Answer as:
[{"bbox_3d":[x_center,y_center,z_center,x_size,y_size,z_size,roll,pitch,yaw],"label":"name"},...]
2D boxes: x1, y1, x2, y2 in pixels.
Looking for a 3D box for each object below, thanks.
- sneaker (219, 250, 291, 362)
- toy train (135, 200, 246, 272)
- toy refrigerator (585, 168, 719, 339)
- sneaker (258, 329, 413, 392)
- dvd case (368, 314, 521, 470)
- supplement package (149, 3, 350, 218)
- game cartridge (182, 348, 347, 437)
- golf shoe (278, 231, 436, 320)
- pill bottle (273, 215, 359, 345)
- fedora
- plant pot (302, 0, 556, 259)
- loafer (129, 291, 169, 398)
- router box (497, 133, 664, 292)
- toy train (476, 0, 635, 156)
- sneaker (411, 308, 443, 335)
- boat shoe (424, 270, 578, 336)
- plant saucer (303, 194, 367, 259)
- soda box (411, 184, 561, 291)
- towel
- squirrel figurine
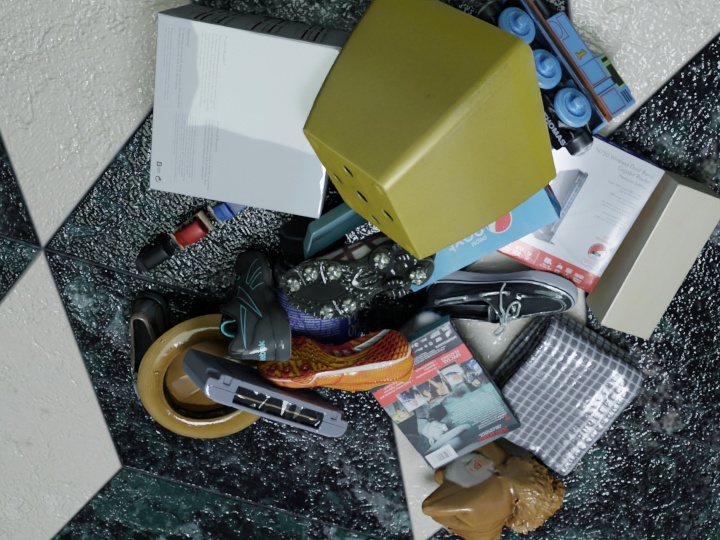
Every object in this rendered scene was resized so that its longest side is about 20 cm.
[{"bbox_3d":[-0.143,0.040,0.931,0.078,0.201,0.076,-9,125,-15],"label":"sneaker"},{"bbox_3d":[-0.221,-0.055,0.977,0.198,0.046,0.034,-32,109,15],"label":"toy train"},{"bbox_3d":[0.374,-0.021,0.948,0.075,0.070,0.202,16,114,-11],"label":"toy refrigerator"},{"bbox_3d":[-0.031,0.125,0.914,0.196,0.074,0.078,-3,135,11],"label":"sneaker"},{"bbox_3d":[0.105,0.167,0.980,0.145,0.022,0.201,-31,113,15],"label":"dvd case"},{"bbox_3d":[-0.124,-0.189,0.858,0.196,0.148,0.194,10,114,-1],"label":"supplement package"},{"bbox_3d":[-0.125,0.154,0.938,0.198,0.133,0.041,24,91,-28],"label":"game cartridge"},{"bbox_3d":[0.000,0.000,0.872,0.197,0.088,0.078,-14,112,22],"label":"golf shoe"},{"bbox_3d":[-0.057,0.037,0.973,0.110,0.112,0.203,-1,114,4],"label":"pill bottle"},{"bbox_3d":[-0.208,0.135,1.031,0.197,0.082,0.204,-5,114,-13],"label":"fedora"},{"bbox_3d":[0.060,-0.138,0.767,0.176,0.200,0.201,-44,144,-8],"label":"plant pot"},{"bbox_3d":[-0.303,0.133,1.056,0.071,0.063,0.203,0,114,3],"label":"loafer"},{"bbox_3d":[0.245,-0.093,0.932,0.197,0.049,0.181,22,113,-6],"label":"router box"},{"bbox_3d":[0.213,-0.227,0.836,0.114,0.087,0.201,-33,87,-26],"label":"toy train"},{"bbox_3d":[0.088,0.137,1.004,0.071,0.073,0.202,19,132,16],"label":"sneaker"},{"bbox_3d":[0.181,0.043,0.963,0.196,0.069,0.074,7,140,10],"label":"boat shoe"},{"bbox_3d":[0.012,-0.082,0.893,0.199,0.070,0.019,-34,76,-23],"label":"plant saucer"},{"bbox_3d":[0.137,-0.053,0.891,0.198,0.064,0.068,-28,97,24],"label":"soda box"},{"bbox_3d":[0.271,0.172,1.028,0.164,0.086,0.202,28,113,-8],"label":"towel"},{"bbox_3d":[0.197,0.343,1.072,0.197,0.143,0.189,-3,128,16],"label":"squirrel figurine"}]
